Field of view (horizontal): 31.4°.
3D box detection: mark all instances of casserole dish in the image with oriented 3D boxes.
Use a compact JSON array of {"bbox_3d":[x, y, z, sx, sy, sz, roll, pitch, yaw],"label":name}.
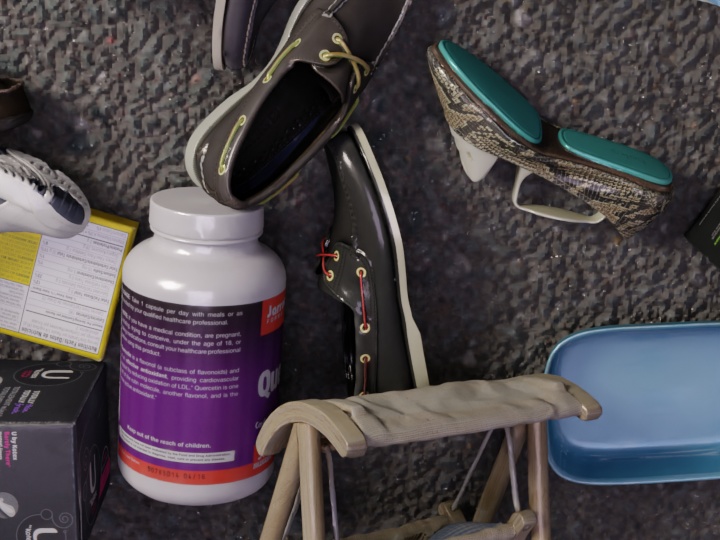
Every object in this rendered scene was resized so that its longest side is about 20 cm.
[{"bbox_3d":[0.218,0.092,0.934,0.197,0.039,0.123,-3,106,-1],"label":"casserole dish"}]

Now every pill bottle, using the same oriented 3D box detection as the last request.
[{"bbox_3d":[-0.108,0.050,0.877,0.111,0.113,0.202,4,107,-2],"label":"pill bottle"}]

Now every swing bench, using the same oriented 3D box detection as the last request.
[{"bbox_3d":[0.036,0.164,0.869,0.197,0.129,0.202,-2,108,-30],"label":"swing bench"}]

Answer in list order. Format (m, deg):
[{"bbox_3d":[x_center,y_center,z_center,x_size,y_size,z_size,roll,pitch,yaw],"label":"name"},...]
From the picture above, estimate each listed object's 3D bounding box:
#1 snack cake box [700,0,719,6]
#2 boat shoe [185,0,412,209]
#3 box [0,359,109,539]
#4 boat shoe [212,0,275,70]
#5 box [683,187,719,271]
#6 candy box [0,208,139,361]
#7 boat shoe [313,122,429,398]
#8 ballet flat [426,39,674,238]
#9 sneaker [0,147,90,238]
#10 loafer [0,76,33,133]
[{"bbox_3d":[0.292,-0.264,0.814,0.198,0.067,0.116,-25,105,7],"label":"snack cake box"},{"bbox_3d":[-0.029,-0.122,0.831,0.202,0.061,0.072,-50,126,-2],"label":"boat shoe"},{"bbox_3d":[-0.283,0.130,0.892,0.197,0.122,0.107,1,106,-1],"label":"box"},{"bbox_3d":[-0.045,-0.219,0.820,0.062,0.073,0.202,18,101,-3],"label":"boat shoe"},{"bbox_3d":[0.323,-0.007,0.821,0.148,0.200,0.125,33,104,-10],"label":"box"},{"bbox_3d":[-0.264,-0.013,0.900,0.198,0.026,0.103,17,105,-6],"label":"candy box"},{"bbox_3d":[0.000,0.001,0.884,0.062,0.074,0.203,-13,111,-5],"label":"boat shoe"},{"bbox_3d":[0.117,-0.077,0.873,0.199,0.068,0.076,27,120,-11],"label":"ballet flat"},{"bbox_3d":[-0.284,-0.024,0.844,0.197,0.080,0.131,17,102,-5],"label":"sneaker"},{"bbox_3d":[-0.309,-0.143,0.837,0.198,0.073,0.072,17,106,-6],"label":"loafer"}]
